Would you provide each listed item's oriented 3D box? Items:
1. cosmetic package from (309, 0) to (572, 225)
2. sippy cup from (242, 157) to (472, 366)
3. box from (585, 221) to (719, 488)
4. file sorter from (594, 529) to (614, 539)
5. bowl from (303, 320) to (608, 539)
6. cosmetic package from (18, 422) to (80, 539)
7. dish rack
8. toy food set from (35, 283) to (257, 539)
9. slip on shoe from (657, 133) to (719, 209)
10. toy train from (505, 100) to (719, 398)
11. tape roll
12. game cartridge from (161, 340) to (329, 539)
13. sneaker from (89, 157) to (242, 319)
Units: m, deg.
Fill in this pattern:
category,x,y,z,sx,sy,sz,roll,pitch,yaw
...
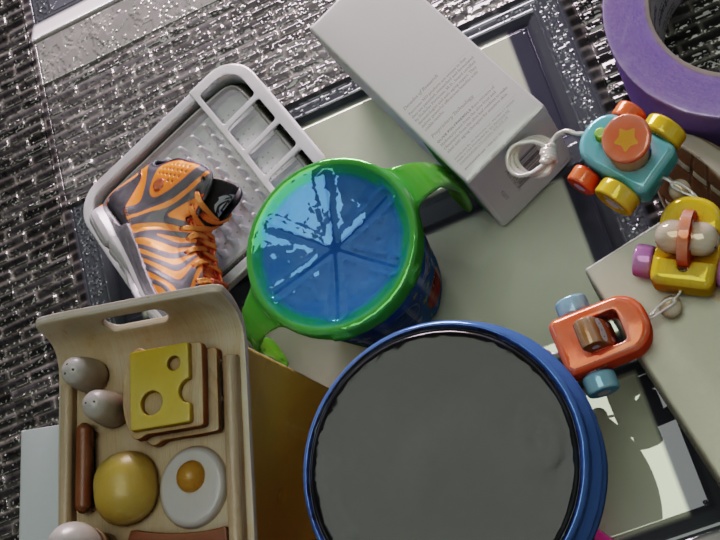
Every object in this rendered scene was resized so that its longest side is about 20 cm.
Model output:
category,x,y,z,sx,sy,sz,roll,pitch,yaw
cosmetic package,0.064,-0.141,0.969,0.085,0.108,0.200,-45,61,4
sippy cup,0.000,0.000,0.935,0.177,0.130,0.140,-7,70,19
box,0.242,0.070,0.838,0.078,0.095,0.200,-32,66,8
file sorter,0.058,0.230,0.841,0.139,0.125,0.200,31,86,26
bowl,0.055,0.128,0.784,0.200,0.039,0.201,-6,71,18
cosmetic package,-0.175,0.205,0.900,0.052,0.200,0.151,-9,69,18
dish rack,-0.129,-0.062,1.055,0.200,0.044,0.172,-42,64,5
toy food set,-0.144,0.115,0.771,0.143,0.060,0.201,-11,70,19
slip on shoe,0.293,-0.032,0.871,0.060,0.076,0.200,-25,51,-28
toy train,0.166,-0.025,0.817,0.150,0.056,0.201,-18,67,13
tape roll,0.286,-0.188,0.909,0.199,0.085,0.201,-7,71,21
game cartridge,-0.069,0.158,0.873,0.032,0.200,0.177,6,75,24
sneaker,-0.131,-0.018,0.976,0.112,0.078,0.200,-43,64,6
